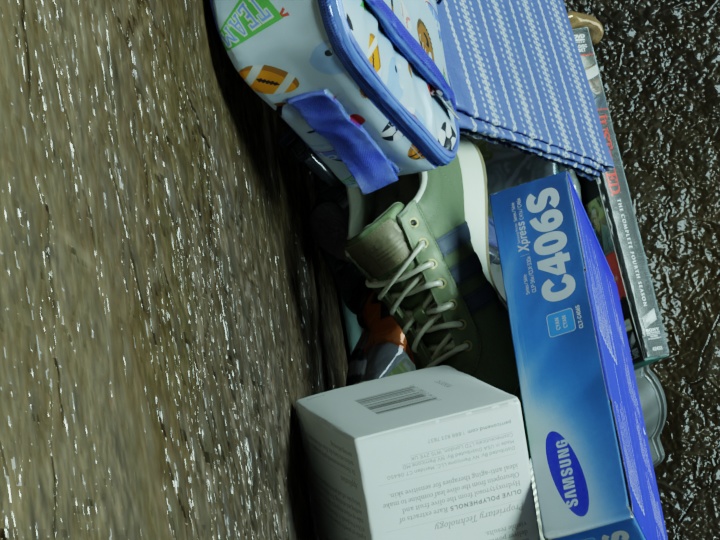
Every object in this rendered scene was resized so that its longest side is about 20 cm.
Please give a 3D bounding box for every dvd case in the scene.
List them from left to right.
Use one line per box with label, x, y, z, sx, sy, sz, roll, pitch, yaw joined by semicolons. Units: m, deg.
dvd case;0.126;-0.030;1.389;0.146;0.022;0.201;142;-65;-67

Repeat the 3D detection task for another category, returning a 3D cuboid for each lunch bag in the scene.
lunch bag;-0.010;-0.127;1.064;0.200;0.075;0.161;40;38;-64

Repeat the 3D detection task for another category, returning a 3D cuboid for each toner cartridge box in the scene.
toner cartridge box;0.105;0.060;1.082;0.095;0.043;0.201;58;19;-48

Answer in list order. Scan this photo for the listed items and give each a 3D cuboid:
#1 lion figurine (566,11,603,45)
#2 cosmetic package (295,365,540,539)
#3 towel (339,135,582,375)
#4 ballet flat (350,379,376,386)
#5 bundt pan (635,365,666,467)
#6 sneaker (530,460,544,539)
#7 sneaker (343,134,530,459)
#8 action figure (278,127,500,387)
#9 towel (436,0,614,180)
lion figurine;0.066;-0.128;1.495;0.122;0.201;0.072;19;18;-42
cosmetic package;0.034;0.156;1.059;0.108;0.084;0.201;-156;-125;-71
towel;0.066;0.020;1.382;0.048;0.171;0.201;-12;93;-53
ballet flat;0.015;0.153;1.159;0.075;0.067;0.201;-54;143;-47
bundt pan;0.096;0.101;1.510;0.076;0.201;0.203;-35;119;-60
sneaker;0.072;0.158;1.262;0.084;0.075;0.201;16;-91;53
sneaker;0.028;0.005;1.144;0.090;0.067;0.201;23;46;-43
action figure;0.000;0.000;1.254;0.200;0.104;0.194;30;38;-46
towel;0.071;-0.128;1.246;0.200;0.024;0.146;12;59;-59
